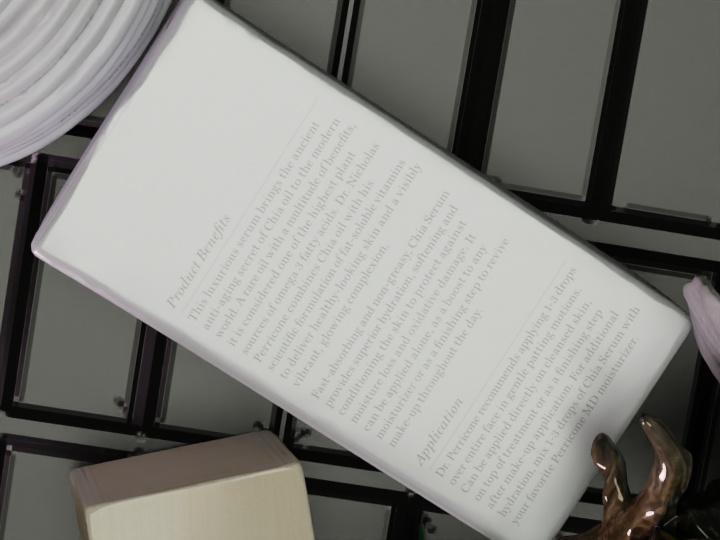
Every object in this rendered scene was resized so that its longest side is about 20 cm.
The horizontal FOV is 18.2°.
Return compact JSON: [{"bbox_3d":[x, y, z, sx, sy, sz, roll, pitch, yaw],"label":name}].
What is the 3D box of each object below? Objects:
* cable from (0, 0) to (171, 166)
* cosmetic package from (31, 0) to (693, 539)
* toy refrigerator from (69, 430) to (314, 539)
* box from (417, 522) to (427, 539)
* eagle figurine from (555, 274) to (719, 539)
[{"bbox_3d":[-0.152,-0.127,0.732,0.198,0.069,0.202,-5,98,-4],"label":"cable"},{"bbox_3d":[0.000,0.000,0.761,0.199,0.071,0.102,33,95,-9],"label":"cosmetic package"},{"bbox_3d":[-0.046,0.164,0.784,0.075,0.070,0.202,-11,99,-10],"label":"toy refrigerator"},{"bbox_3d":[0.062,0.188,0.770,0.048,0.117,0.201,-20,99,5],"label":"box"},{"bbox_3d":[0.168,0.097,0.730,0.198,0.151,0.153,3,54,-15],"label":"eagle figurine"}]
